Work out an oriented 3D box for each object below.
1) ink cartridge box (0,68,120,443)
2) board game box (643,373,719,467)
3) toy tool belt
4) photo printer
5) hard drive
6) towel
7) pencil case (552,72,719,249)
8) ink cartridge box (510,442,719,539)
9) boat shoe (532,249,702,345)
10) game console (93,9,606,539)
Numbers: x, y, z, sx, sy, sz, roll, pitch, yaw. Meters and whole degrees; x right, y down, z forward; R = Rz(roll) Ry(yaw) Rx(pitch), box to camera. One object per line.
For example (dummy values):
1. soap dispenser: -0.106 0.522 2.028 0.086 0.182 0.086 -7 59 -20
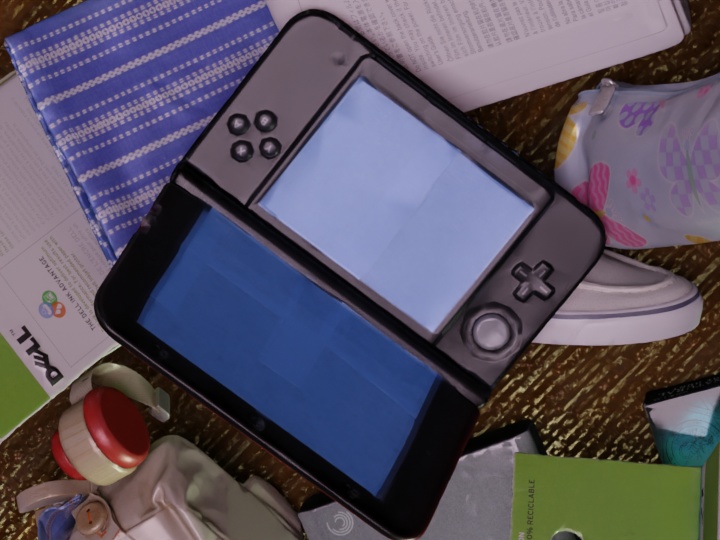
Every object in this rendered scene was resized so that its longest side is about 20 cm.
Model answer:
1. ink cartridge box: -0.180 -0.012 1.425 0.148 0.200 0.076 54 141 -6
2. board game box: 0.266 0.105 1.476 0.200 0.028 0.135 -16 101 13
3. toy tool belt: -0.124 0.152 1.491 0.123 0.125 0.200 -31 127 22
4. photo printer: 0.050 -0.160 1.395 0.200 0.069 0.166 -18 128 13
5. hard drive: 0.068 0.196 1.530 0.140 0.033 0.200 -21 100 14
6. towel: -0.079 -0.060 1.421 0.145 0.024 0.200 -27 88 -17
7. pencil case: 0.175 -0.059 1.363 0.083 0.200 0.091 -9 92 -25
8. ink cartridge box: 0.178 0.161 1.396 0.200 0.076 0.148 4 73 -1
9. boat shoe: 0.082 -0.006 1.459 0.200 0.071 0.070 6 108 14
10. game console: 0.000 0.000 1.354 0.200 0.119 0.172 37 104 -9
